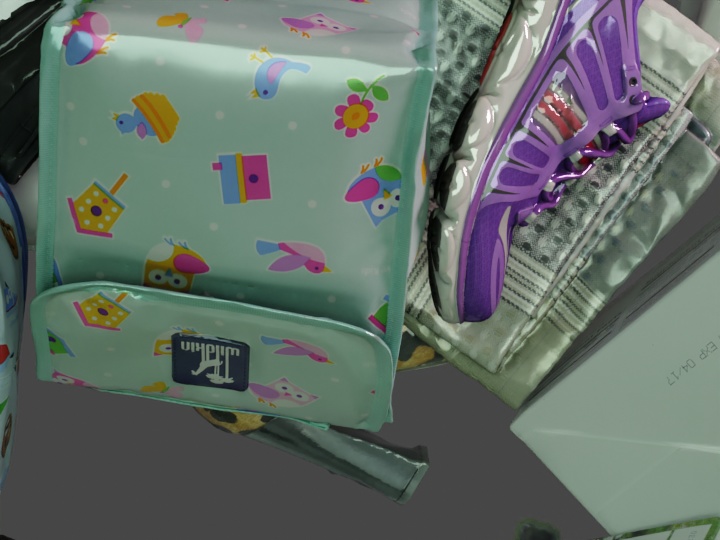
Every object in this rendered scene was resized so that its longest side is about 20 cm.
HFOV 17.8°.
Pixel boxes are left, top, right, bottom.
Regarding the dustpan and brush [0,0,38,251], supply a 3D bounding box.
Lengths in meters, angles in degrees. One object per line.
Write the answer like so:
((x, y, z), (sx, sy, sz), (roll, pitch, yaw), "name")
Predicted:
((-0.101, -0.053, 1.123), (0.200, 0.057, 0.140), (25, 88, 3), "dustpan and brush")

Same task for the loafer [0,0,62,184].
((-0.103, -0.117, 1.065), (0.200, 0.068, 0.070), (-35, 95, 6), "loafer")

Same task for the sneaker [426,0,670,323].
((0.087, -0.064, 1.012), (0.083, 0.081, 0.200), (24, 95, -2), "sneaker")

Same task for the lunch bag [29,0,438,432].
((-0.057, -0.024, 1.007), (0.170, 0.122, 0.200), (8, 114, -1), "lunch bag")

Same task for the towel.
((0.056, -0.066, 1.064), (0.200, 0.035, 0.193), (37, 93, 1), "towel")

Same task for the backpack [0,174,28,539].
((-0.233, 0.022, 1.042), (0.199, 0.154, 0.191), (10, 116, -6), "backpack")

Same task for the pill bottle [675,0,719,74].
((0.257, -0.109, 1.116), (0.199, 0.110, 0.110), (15, 87, -3), "pill bottle")

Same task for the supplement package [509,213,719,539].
((0.202, 0.051, 1.067), (0.156, 0.111, 0.200), (47, 118, -2), "supplement package")

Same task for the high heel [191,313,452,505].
((0.000, 0.000, 1.112), (0.142, 0.071, 0.200), (25, 95, -8), "high heel")

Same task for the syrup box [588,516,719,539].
((0.081, 0.181, 1.059), (0.200, 0.079, 0.082), (-16, 105, 29), "syrup box")
